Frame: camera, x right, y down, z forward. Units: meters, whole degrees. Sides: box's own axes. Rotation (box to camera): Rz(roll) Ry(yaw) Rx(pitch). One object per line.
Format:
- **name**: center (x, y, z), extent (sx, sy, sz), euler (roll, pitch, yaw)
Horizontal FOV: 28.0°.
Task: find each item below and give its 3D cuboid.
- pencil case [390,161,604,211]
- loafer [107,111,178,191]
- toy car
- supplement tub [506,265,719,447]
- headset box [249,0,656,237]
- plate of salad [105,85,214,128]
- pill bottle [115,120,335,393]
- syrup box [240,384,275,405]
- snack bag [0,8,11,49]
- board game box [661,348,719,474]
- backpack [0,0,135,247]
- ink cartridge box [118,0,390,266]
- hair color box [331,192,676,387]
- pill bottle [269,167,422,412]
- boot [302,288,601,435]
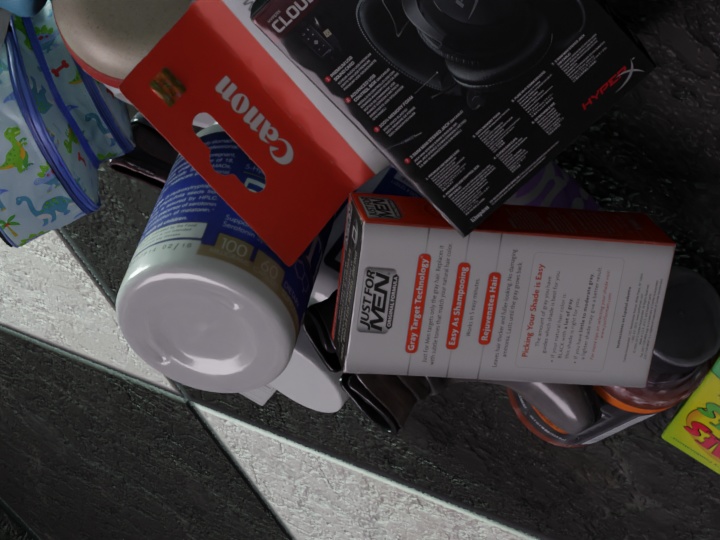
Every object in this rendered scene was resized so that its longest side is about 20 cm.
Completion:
- **pencil case**: center (0.078, -0.068, 0.998), extent (0.199, 0.086, 0.084), euler (37, 124, -6)
- **loafer**: center (-0.142, -0.064, 1.328), extent (0.199, 0.063, 0.072), euler (37, 156, 1)
- **toy car**: center (-0.135, -0.190, 0.993), extent (0.183, 0.178, 0.200), euler (25, 168, -2)
- **supplement tub**: center (0.186, 0.059, 1.054), extent (0.107, 0.107, 0.200), euler (37, 155, -2)
- **headset box**: center (0.045, -0.145, 0.821), extent (0.200, 0.149, 0.077), euler (43, -163, -15)
- **plate of salad**: center (-0.117, -0.141, 1.125), extent (0.198, 0.049, 0.200), euler (15, 178, 0)
- **pill bottle**: center (-0.080, -0.030, 0.978), extent (0.118, 0.201, 0.120), euler (8, 137, 8)
- **syrup box**: center (-0.095, 0.064, 1.461), extent (0.081, 0.079, 0.200), euler (30, 156, -3)
- **snack bag**: center (-0.241, -0.236, 1.009), extent (0.021, 0.202, 0.189), euler (13, 156, -9)
- **board game box**: center (0.295, 0.095, 1.042), extent (0.101, 0.048, 0.201), euler (32, 155, 11)
- **backpack**: center (-0.275, -0.138, 1.211), extent (0.184, 0.145, 0.201), euler (66, -175, -49)
- **ink cartridge box**: center (-0.024, -0.129, 0.886), extent (0.163, 0.201, 0.057), euler (46, 157, -22)
- **hair color box**: center (0.087, 0.013, 0.906), extent (0.197, 0.103, 0.061), euler (4, -159, -12)
- **pill bottle**: center (0.000, 0.000, 1.083), extent (0.115, 0.201, 0.116), euler (30, 155, 15)
- **boot**: center (0.060, 0.070, 0.998), extent (0.200, 0.132, 0.070), euler (43, 156, 6)
